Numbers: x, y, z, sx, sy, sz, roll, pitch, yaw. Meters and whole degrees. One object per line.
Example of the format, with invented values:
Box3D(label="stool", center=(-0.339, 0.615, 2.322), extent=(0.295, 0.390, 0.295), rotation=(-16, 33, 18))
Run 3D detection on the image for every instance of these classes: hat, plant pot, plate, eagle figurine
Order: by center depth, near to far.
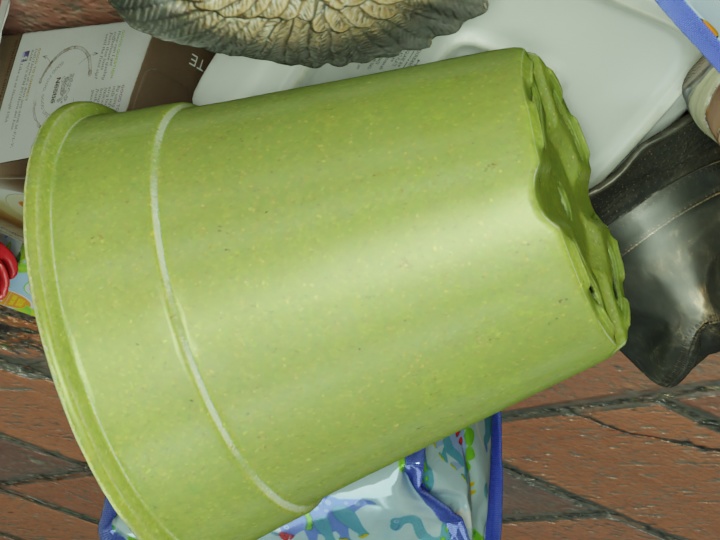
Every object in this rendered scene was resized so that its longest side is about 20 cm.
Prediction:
Box3D(label="eagle figurine", center=(-0.045, -0.132, 0.630), extent=(0.199, 0.152, 0.151), rotation=(34, 128, -1))
Box3D(label="plant pot", center=(0.000, 0.000, 0.734), extent=(0.189, 0.202, 0.200), rotation=(-18, 152, 15))
Box3D(label="plate", center=(0.051, -0.085, 0.779), extent=(0.199, 0.033, 0.200), rotation=(19, 141, -18))
Box3D(label="hat", center=(0.146, 0.005, 0.852), extent=(0.199, 0.081, 0.201), rotation=(-26, 161, -10))

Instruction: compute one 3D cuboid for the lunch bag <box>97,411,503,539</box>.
Box3D(label="lunch bag", center=(-0.022, 0.065, 0.919), extent=(0.169, 0.201, 0.128), rotation=(-13, 130, 19))

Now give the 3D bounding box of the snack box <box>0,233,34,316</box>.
Box3D(label="snack box", center=(-0.135, 0.012, 1.209), extent=(0.199, 0.053, 0.142), rotation=(22, 157, -26))

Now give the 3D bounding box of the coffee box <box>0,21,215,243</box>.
Box3D(label="coffee box", center=(-0.131, -0.061, 0.927), extent=(0.114, 0.080, 0.199), rotation=(27, 164, -40))

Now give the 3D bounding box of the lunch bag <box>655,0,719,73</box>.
Box3D(label="lunch bag", center=(0.158, -0.136, 0.537), extent=(0.169, 0.125, 0.200), rotation=(-1, 165, 33))

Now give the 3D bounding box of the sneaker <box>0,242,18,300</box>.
Box3D(label="sneaker", center=(-0.271, 0.004, 1.166), extent=(0.115, 0.078, 0.200), rotation=(38, 165, 12))

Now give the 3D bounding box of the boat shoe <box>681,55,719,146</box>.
Box3D(label="boat shoe", center=(0.217, -0.043, 0.777), extent=(0.199, 0.072, 0.076), rotation=(11, 129, -36))

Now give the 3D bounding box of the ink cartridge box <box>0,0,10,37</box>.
Box3D(label="ink cartridge box", center=(-0.214, -0.112, 0.769), extent=(0.083, 0.146, 0.200), rotation=(11, 160, 4))
